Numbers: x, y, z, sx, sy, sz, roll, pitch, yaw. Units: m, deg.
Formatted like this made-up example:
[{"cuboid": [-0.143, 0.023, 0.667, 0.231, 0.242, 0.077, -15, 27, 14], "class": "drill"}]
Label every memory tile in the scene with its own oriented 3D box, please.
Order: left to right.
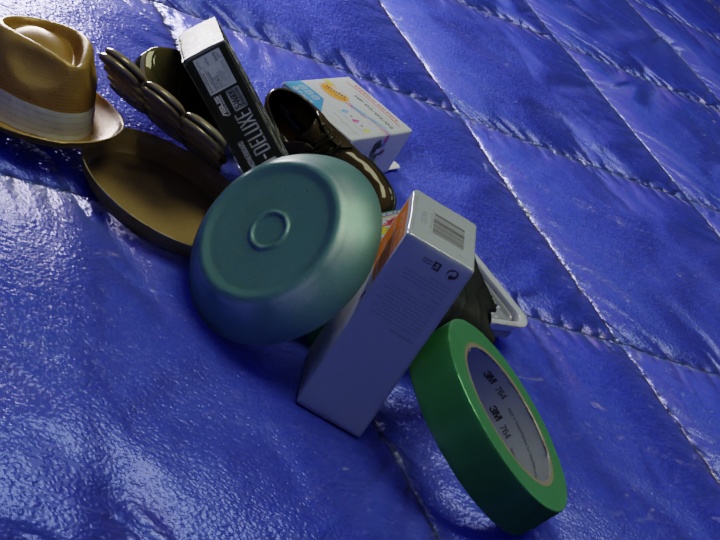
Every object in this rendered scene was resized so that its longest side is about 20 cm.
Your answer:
[{"cuboid": [-0.196, -0.160, 1.710, 0.153, 0.017, 0.200, 39, -7, -1], "class": "memory tile"}]

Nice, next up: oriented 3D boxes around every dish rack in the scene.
[{"cuboid": [0.075, 0.013, 1.844, 0.199, 0.044, 0.172, 9, 33, -44], "class": "dish rack"}]

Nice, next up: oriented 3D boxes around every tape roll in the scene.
[{"cuboid": [0.119, 0.143, 1.555, 0.201, 0.048, 0.201, 50, 18, -23], "class": "tape roll"}]

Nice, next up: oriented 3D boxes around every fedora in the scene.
[{"cuboid": [-0.314, -0.195, 1.654, 0.199, 0.082, 0.201, 18, 25, -9], "class": "fedora"}]

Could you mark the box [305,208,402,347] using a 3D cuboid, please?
[{"cuboid": [0.000, 0.000, 1.696, 0.116, 0.049, 0.201, -10, 29, 6], "class": "box"}]

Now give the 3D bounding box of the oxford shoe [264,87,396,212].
[{"cuboid": [-0.041, -0.128, 1.890, 0.200, 0.073, 0.084, 42, -4, 14], "class": "oxford shoe"}]

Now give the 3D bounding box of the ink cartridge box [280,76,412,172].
[{"cuboid": [-0.019, -0.174, 2.043, 0.115, 0.068, 0.199, 42, 25, 17], "class": "ink cartridge box"}]

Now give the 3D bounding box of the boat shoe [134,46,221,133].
[{"cuboid": [-0.183, -0.182, 1.834, 0.200, 0.065, 0.073, 23, 63, -51], "class": "boat shoe"}]

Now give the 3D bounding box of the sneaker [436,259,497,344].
[{"cuboid": [0.096, 0.019, 1.738, 0.090, 0.076, 0.201, 36, 29, -22], "class": "sneaker"}]

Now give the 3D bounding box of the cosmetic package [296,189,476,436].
[{"cuboid": [0.024, 0.039, 1.533, 0.071, 0.201, 0.102, 29, 24, -9], "class": "cosmetic package"}]

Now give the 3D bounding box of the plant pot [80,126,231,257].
[{"cuboid": [-0.193, -0.073, 1.683, 0.199, 0.028, 0.201, 27, 25, -14], "class": "plant pot"}]

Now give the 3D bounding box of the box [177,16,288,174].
[{"cuboid": [-0.119, -0.153, 1.740, 0.201, 0.049, 0.158, 62, 0, -19], "class": "box"}]

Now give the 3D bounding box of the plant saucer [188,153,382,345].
[{"cuboid": [-0.077, -0.029, 1.543, 0.200, 0.199, 0.036, 54, 2, 39], "class": "plant saucer"}]
